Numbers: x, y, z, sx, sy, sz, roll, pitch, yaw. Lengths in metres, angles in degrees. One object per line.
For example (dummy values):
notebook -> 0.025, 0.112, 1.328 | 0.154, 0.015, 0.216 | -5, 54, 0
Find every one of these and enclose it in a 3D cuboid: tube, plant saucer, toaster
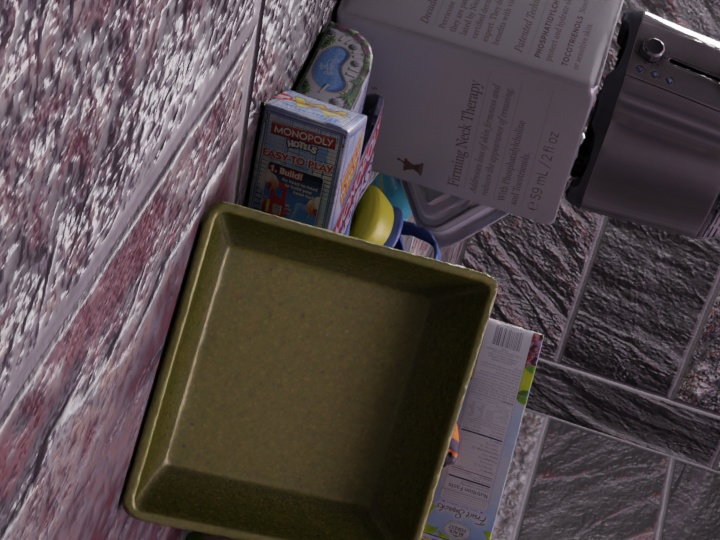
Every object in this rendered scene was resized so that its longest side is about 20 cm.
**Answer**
tube -> 0.047, -0.091, 1.536 | 0.200, 0.050, 0.078 | 129, -45, -56
plant saucer -> -0.035, 0.072, 1.020 | 0.048, 0.198, 0.202 | -150, -104, -68
toaster -> 0.240, -0.103, 1.263 | 0.201, 0.128, 0.114 | 99, 11, -58

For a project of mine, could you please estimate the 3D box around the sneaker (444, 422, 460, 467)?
sneaker -> 0.019, 0.157, 1.296 | 0.077, 0.112, 0.201 | 12, -103, 59

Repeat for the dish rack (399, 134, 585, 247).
dish rack -> 0.093, -0.138, 1.419 | 0.043, 0.171, 0.201 | 34, 32, -55

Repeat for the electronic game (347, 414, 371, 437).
electronic game -> -0.032, 0.083, 1.157 | 0.199, 0.042, 0.200 | -33, -159, 15

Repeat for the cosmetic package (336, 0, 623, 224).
cosmetic package -> 0.091, -0.171, 1.276 | 0.168, 0.198, 0.167 | 99, 10, -54

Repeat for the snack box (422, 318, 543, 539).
snack box -> 0.096, 0.165, 1.426 | 0.169, 0.067, 0.201 | 100, 6, -66

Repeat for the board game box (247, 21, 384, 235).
board game box -> -0.030, -0.068, 1.130 | 0.201, 0.061, 0.201 | 101, 9, -50

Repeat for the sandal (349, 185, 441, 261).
sandal -> 0.000, 0.000, 1.310 | 0.200, 0.087, 0.080 | -28, -140, 64

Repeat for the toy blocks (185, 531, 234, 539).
toy blocks -> -0.035, 0.145, 1.204 | 0.199, 0.100, 0.137 | -19, -140, 52

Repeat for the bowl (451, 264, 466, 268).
bowl -> 0.009, 0.053, 1.513 | 0.201, 0.094, 0.201 | -41, -155, 25
